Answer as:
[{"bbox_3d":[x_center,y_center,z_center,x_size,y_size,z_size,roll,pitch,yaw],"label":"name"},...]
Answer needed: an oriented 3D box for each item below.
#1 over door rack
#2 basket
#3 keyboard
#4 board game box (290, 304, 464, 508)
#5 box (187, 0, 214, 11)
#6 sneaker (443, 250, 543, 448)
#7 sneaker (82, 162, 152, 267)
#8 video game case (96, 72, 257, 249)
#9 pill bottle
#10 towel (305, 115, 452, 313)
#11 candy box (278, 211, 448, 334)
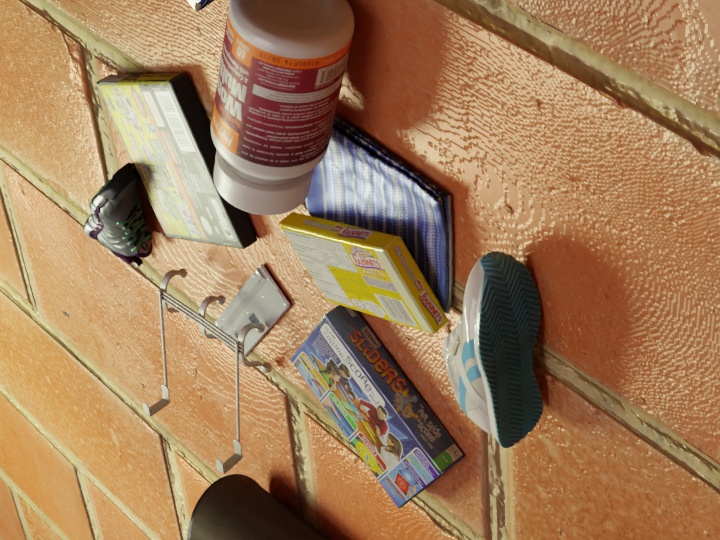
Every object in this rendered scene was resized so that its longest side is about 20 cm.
[{"bbox_3d":[-0.179,0.112,1.914,0.147,0.066,0.201,32,126,32],"label":"over door rack"},{"bbox_3d":[-0.099,0.366,2.019,0.199,0.136,0.181,23,141,42],"label":"basket"},{"bbox_3d":[-0.125,0.050,1.861,0.056,0.011,0.200,50,152,3],"label":"keyboard"},{"bbox_3d":[0.014,0.142,1.697,0.201,0.034,0.135,54,152,8],"label":"board game box"},{"bbox_3d":[-0.066,-0.284,1.294,0.032,0.121,0.200,52,152,-5],"label":"box"},{"bbox_3d":[0.108,0.064,1.423,0.081,0.076,0.201,35,143,39],"label":"sneaker"},{"bbox_3d":[-0.272,-0.063,1.936,0.087,0.074,0.200,42,161,-1],"label":"sneaker"},{"bbox_3d":[-0.203,-0.122,1.791,0.180,0.025,0.201,9,127,55],"label":"video game case"},{"bbox_3d":[-0.074,-0.151,1.430,0.109,0.109,0.201,42,140,26],"label":"pill bottle"},{"bbox_3d":[0.010,-0.060,1.510,0.200,0.024,0.145,37,147,34],"label":"towel"},{"bbox_3d":[0.000,0.000,1.555,0.200,0.026,0.103,16,140,57],"label":"candy box"}]
